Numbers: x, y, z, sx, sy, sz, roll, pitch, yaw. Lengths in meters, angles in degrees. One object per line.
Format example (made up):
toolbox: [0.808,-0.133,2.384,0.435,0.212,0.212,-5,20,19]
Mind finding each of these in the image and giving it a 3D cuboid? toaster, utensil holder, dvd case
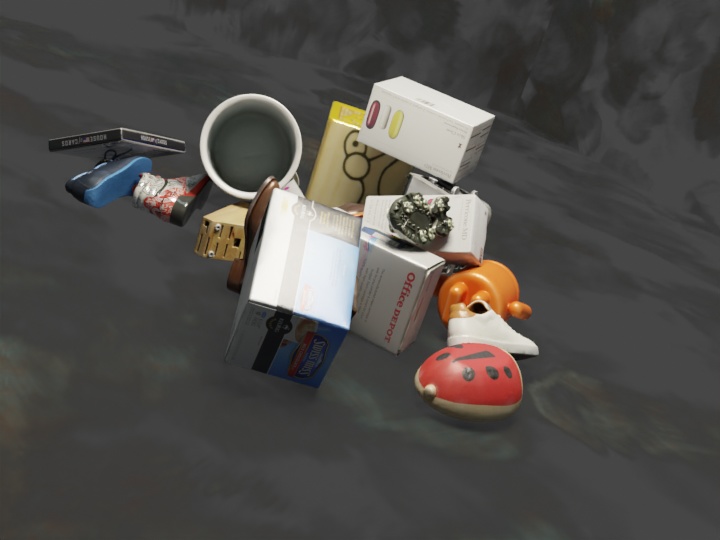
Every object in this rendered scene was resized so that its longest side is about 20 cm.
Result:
toaster: [0.130,-0.063,1.702,0.118,0.202,0.180,27,12,28]
utensil holder: [-0.190,-0.210,1.647,0.168,0.172,0.200,17,2,-8]
dvd case: [-0.419,-0.215,1.649,0.148,0.025,0.200,-5,-2,20]

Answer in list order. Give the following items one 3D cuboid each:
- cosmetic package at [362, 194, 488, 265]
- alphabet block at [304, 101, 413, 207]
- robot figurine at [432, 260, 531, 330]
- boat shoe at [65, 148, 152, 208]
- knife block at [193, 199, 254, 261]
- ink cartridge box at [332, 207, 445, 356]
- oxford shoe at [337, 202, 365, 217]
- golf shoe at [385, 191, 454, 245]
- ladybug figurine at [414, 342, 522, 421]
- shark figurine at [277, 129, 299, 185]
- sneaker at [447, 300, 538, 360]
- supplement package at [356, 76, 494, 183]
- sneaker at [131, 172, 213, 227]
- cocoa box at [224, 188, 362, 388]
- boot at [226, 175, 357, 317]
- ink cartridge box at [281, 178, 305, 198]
cosmetic package: [0.104,-0.067,1.565,0.197,0.103,0.074,0,-18,27]
alphabet block: [-0.001,-0.205,1.922,0.193,0.202,0.197,18,19,-7]
robot figurine: [0.198,0.048,1.568,0.142,0.118,0.200,-21,2,26]
boat shoe: [-0.416,-0.163,1.579,0.068,0.085,0.200,19,16,11]
knife block: [-0.200,-0.076,1.584,0.198,0.065,0.176,7,22,-32]
ink cartridge box: [0.007,0.015,1.417,0.198,0.147,0.087,26,20,19]
oxford shoe: [0.012,-0.102,1.739,0.197,0.072,0.073,-9,41,-20]
golf shoe: [0.074,-0.072,1.433,0.087,0.079,0.199,-8,-2,24]
ladybug figurine: [0.156,0.149,1.314,0.135,0.073,0.199,33,23,32]
shark figurine: [-0.173,-0.192,1.828,0.129,0.214,0.089,56,32,3]
sneaker: [0.208,0.091,1.453,0.072,0.086,0.199,-16,-23,40]
supplement package: [0.120,-0.259,1.727,0.198,0.112,0.156,25,23,15]
sneaker: [-0.324,-0.141,1.630,0.107,0.068,0.202,22,22,-1]
cocoa box: [-0.082,0.022,1.222,0.129,0.134,0.202,17,46,-11]
boot: [-0.078,-0.018,1.371,0.198,0.189,0.064,21,13,13]
ink cartridge box: [-0.101,-0.094,1.685,0.037,0.096,0.200,-23,29,-3]
